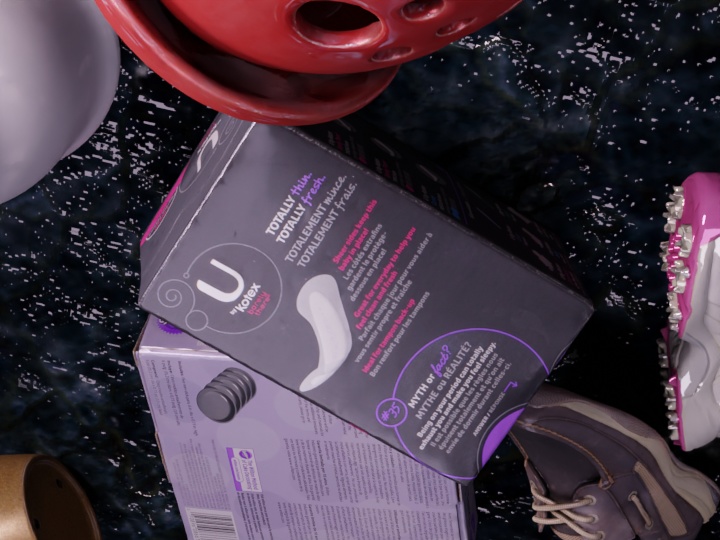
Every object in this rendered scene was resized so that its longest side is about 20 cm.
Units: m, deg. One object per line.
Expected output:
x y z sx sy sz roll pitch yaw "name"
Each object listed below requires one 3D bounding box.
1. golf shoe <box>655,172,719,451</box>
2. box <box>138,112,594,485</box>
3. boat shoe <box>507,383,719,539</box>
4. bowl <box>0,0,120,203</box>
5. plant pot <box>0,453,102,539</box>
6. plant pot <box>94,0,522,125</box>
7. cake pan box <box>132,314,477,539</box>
0.203 0.019 1.081 0.091 0.076 0.200 -3 142 6 "golf shoe"
0.000 0.000 1.054 0.200 0.106 0.122 30 105 -15 "box"
0.135 0.121 1.147 0.074 0.073 0.200 15 166 46 "boat shoe"
-0.223 -0.093 1.001 0.200 0.091 0.201 6 136 6 "bowl"
-0.271 0.199 1.316 0.200 0.187 0.187 -24 126 17 "plant pot"
-0.014 -0.175 0.853 0.200 0.201 0.182 34 141 -20 "plant pot"
-0.026 0.105 1.233 0.184 0.052 0.200 3 135 14 "cake pan box"
